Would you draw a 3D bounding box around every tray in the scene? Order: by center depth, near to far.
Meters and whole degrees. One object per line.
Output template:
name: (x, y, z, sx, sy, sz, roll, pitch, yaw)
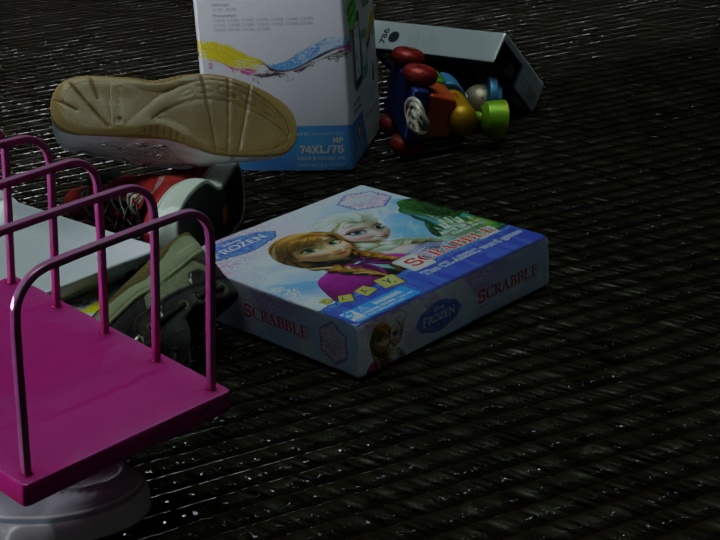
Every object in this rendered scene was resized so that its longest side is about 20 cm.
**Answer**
tray: (-0.246, -0.012, 1.066, 0.199, 0.022, 0.107, 16, 30, 41)

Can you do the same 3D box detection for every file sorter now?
file sorter: (-0.187, 0.008, 0.788, 0.199, 0.127, 0.138, 23, 31, 36)

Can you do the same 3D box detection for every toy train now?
toy train: (0.089, -0.145, 1.374, 0.114, 0.086, 0.200, 6, 20, -11)

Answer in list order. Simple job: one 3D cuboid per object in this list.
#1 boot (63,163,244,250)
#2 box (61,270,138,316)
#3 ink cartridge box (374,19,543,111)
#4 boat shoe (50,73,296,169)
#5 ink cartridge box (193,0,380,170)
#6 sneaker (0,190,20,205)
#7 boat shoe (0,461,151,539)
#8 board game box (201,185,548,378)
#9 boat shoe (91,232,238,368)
boot: (-0.180, -0.041, 1.171, 0.142, 0.073, 0.200, -2, 14, 7)
box: (-0.253, 0.035, 1.031, 0.198, 0.038, 0.137, 6, 23, 23)
ink cartridge box: (0.083, -0.215, 1.517, 0.199, 0.040, 0.099, 15, -16, 38)
boat shoe: (-0.153, -0.117, 1.198, 0.198, 0.072, 0.069, 6, -24, -10)
ink cartridge box: (-0.067, -0.213, 1.391, 0.144, 0.202, 0.147, 1, 23, 12)
sneaker: (-0.361, -0.061, 1.238, 0.198, 0.074, 0.112, -1, 24, 12)
boat shoe: (-0.209, 0.101, 0.820, 0.198, 0.069, 0.072, 9, 25, 28)
board game box: (0.000, 0.000, 1.069, 0.199, 0.042, 0.198, -23, 29, -40)
boat shoe: (-0.137, 0.047, 0.942, 0.066, 0.072, 0.201, 32, 37, 1)
